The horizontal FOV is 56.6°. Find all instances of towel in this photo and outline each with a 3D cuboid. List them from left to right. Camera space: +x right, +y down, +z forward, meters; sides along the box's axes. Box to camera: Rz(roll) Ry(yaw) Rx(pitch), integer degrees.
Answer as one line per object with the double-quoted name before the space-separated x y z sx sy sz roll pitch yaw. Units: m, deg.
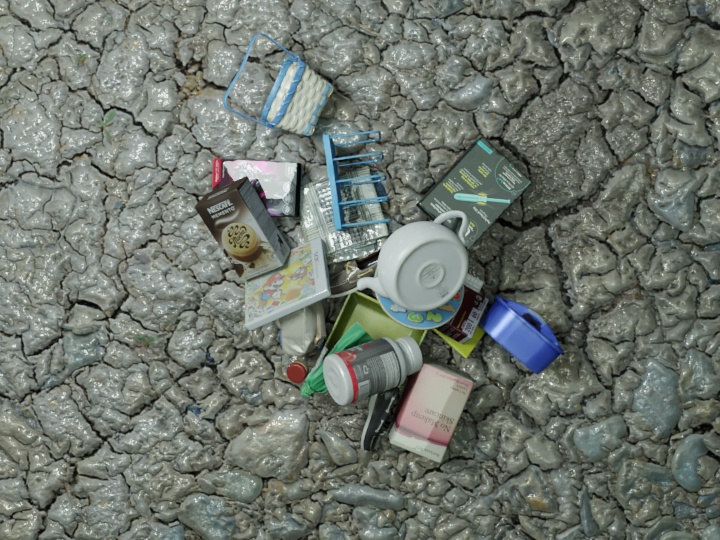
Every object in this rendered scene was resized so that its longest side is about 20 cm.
"towel" -0.044 -0.119 1.533 0.192 0.035 0.200 -16 94 2
"towel" 0.187 0.107 1.531 0.200 0.018 0.086 41 66 2

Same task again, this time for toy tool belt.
"toy tool belt" -0.130 0.142 1.516 0.125 0.123 0.200 -1 99 15

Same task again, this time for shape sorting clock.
"shape sorting clock" 0.128 0.031 1.446 0.200 0.039 0.200 5 69 -12

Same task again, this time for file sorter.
"file sorter" -0.004 -0.193 1.447 0.123 0.139 0.200 -8 93 2

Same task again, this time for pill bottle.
"pill bottle" 0.030 0.207 1.433 0.200 0.111 0.111 -15 94 -27

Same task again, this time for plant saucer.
"plant saucer" 0.027 0.170 1.547 0.200 0.048 0.200 25 94 -2

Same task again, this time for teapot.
"teapot" 0.116 -0.025 1.369 0.200 0.146 0.198 1 117 -23

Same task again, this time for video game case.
"video game case" -0.164 0.026 1.471 0.200 0.182 0.023 -24 130 11

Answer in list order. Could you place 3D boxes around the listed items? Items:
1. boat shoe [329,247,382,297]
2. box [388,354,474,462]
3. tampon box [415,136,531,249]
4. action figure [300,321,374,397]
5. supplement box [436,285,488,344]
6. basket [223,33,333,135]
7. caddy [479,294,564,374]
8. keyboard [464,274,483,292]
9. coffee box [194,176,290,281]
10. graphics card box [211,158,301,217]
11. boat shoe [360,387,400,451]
"boat shoe" 0.000 0.000 1.513 0.200 0.072 0.060 -22 120 3
"box" 0.158 0.311 1.524 0.128 0.109 0.200 21 94 -1
"tampon box" 0.245 -0.168 1.479 0.150 0.126 0.200 43 94 -2
"action figure" -0.056 0.207 1.484 0.200 0.055 0.118 -43 127 -5
"supplement box" 0.174 0.065 1.500 0.200 0.061 0.109 30 66 -2
"basket" -0.178 -0.388 1.452 0.200 0.139 0.176 26 95 -32
"caddy" 0.364 0.136 1.493 0.200 0.141 0.105 40 97 -3
"keyboard" 0.186 0.005 1.551 0.200 0.011 0.056 28 94 -2
"coffee box" -0.257 -0.091 1.472 0.113 0.080 0.200 -21 115 20
"graphics card box" -0.236 -0.187 1.513 0.200 0.051 0.126 5 95 6
"boat shoe" 0.046 0.337 1.521 0.060 0.074 0.200 16 116 10
